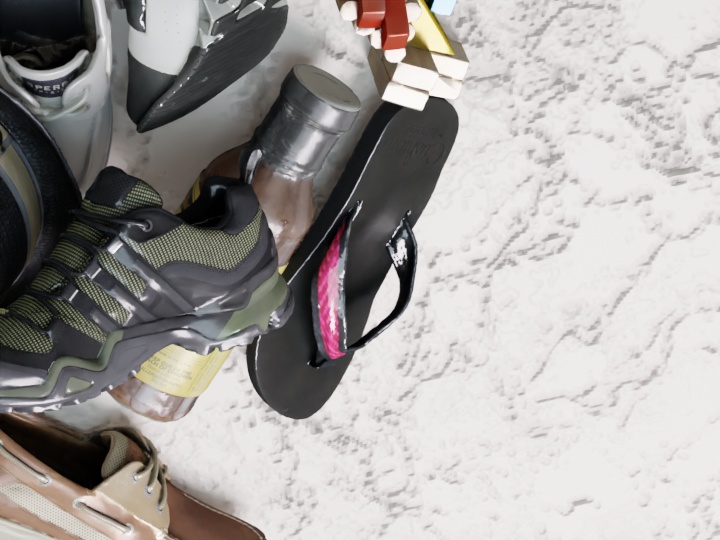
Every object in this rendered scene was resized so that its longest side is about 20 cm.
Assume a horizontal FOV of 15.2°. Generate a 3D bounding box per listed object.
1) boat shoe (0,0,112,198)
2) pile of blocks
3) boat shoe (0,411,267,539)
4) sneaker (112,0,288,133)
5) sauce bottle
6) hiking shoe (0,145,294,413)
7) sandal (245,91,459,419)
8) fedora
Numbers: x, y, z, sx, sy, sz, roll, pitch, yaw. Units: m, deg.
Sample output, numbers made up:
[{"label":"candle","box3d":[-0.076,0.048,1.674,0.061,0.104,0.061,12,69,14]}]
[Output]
[{"label":"boat shoe","box3d":[-0.151,-0.105,1.301,0.072,0.066,0.200,-1,122,-11]},{"label":"pile of blocks","box3d":[0.007,-0.155,1.305,0.082,0.062,0.200,-33,123,10]},{"label":"boat shoe","box3d":[-0.134,0.123,1.446,0.200,0.076,0.072,19,114,-24]},{"label":"sneaker","box3d":[-0.081,-0.142,1.282,0.074,0.089,0.200,-31,166,-32]},{"label":"sauce bottle","box3d":[-0.066,-0.015,1.378,0.065,0.065,0.200,24,112,-24]},{"label":"hiking shoe","box3d":[-0.129,0.002,1.286,0.200,0.076,0.101,-19,106,-32]},{"label":"sandal","box3d":[0.000,0.000,1.398,0.075,0.045,0.200,0,125,-46]},{"label":"fedora","box3d":[-0.231,-0.018,1.292,0.201,0.092,0.201,6,136,6]}]
